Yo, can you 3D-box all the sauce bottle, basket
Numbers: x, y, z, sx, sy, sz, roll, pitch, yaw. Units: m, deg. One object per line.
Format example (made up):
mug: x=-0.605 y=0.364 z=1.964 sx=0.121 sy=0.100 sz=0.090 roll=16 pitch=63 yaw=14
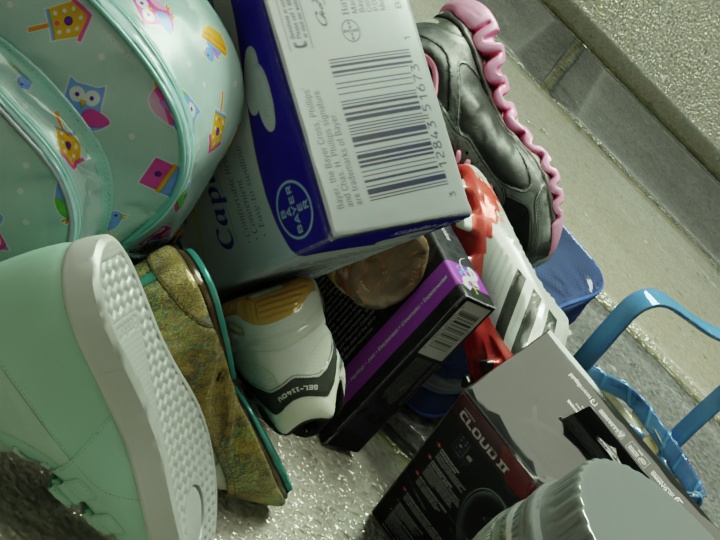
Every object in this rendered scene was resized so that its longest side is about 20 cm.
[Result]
sauce bottle: x=-0.030 y=-0.050 z=0.907 sx=0.066 sy=0.066 sz=0.200 roll=24 pitch=14 yaw=-42
basket: x=0.183 y=0.107 z=0.997 sx=0.175 sy=0.200 sz=0.140 roll=25 pitch=28 yaw=-43

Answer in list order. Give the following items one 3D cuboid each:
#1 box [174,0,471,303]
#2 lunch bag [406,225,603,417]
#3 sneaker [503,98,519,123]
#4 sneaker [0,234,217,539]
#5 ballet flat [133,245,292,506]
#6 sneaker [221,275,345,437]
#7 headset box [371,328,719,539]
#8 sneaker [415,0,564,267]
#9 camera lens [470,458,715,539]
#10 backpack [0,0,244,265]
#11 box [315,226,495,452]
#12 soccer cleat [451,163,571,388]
box: x=-0.058 y=-0.086 z=0.776 sx=0.104 sy=0.199 sz=0.186 roll=-13 pitch=85 yaw=-38
lunch bag: x=0.082 y=0.018 z=1.063 sx=0.199 sy=0.133 sz=0.136 roll=-14 pitch=61 yaw=-51
sneaker: x=0.026 y=-0.111 z=1.075 sx=0.080 sy=0.197 sz=0.079 roll=-25 pitch=114 yaw=-81
sneaker: x=-0.139 y=0.079 z=0.638 sx=0.074 sy=0.116 sz=0.202 roll=-80 pitch=158 yaw=-57
ballet flat: x=-0.089 y=0.069 z=0.722 sx=0.201 sy=0.070 sz=0.071 roll=75 pitch=-7 yaw=-48
sneaker: x=-0.048 y=0.057 z=0.826 sx=0.200 sy=0.075 sz=0.089 roll=101 pitch=-29 yaw=-88
headset box: x=0.102 y=0.142 z=0.788 sx=0.077 sy=0.201 sz=0.149 roll=-31 pitch=72 yaw=-32
sneaker: x=0.074 y=-0.090 z=0.982 sx=0.095 sy=0.079 sz=0.202 roll=-19 pitch=83 yaw=-33
camera lens: x=0.080 y=0.205 z=0.631 sx=0.159 sy=0.200 sz=0.161 roll=37 pitch=22 yaw=-18
backpack: x=-0.161 y=-0.070 z=0.683 sx=0.176 sy=0.200 sz=0.153 roll=45 pitch=26 yaw=-1
box: x=0.000 y=0.000 z=0.933 sx=0.036 sy=0.143 sz=0.201 roll=21 pitch=32 yaw=-40
soccer cleat: x=0.096 y=0.023 z=0.916 sx=0.084 sy=0.069 sz=0.202 roll=5 pitch=58 yaw=-34
